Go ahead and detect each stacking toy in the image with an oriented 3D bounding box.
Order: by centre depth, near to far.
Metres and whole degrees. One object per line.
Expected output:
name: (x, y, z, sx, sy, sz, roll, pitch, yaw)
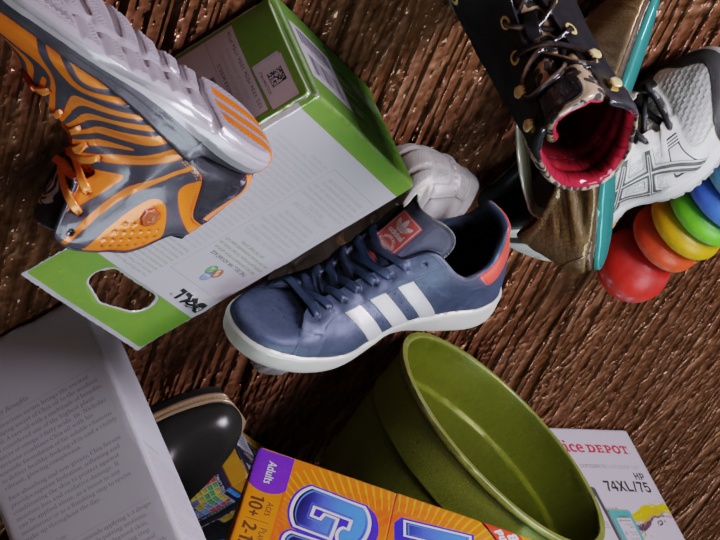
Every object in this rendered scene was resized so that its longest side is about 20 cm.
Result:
stacking toy: (0.236, -0.043, 1.697, 0.085, 0.086, 0.200, 4, 145, -43)

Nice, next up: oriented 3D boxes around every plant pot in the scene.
plant pot: (0.039, 0.184, 1.749, 0.193, 0.201, 0.200, -45, 147, 17)

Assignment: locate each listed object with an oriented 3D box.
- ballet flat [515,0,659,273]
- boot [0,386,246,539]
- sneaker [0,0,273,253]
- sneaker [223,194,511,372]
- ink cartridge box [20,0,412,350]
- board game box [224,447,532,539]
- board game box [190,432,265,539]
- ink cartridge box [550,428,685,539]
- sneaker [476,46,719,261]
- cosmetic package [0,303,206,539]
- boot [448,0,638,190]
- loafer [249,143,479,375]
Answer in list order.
ballet flat: (0.134, -0.095, 1.510, 0.068, 0.072, 0.201, -54, 156, -62)
boot: (-0.144, 0.178, 1.648, 0.200, 0.138, 0.078, -41, 122, -2)
sneaker: (-0.147, -0.074, 1.262, 0.112, 0.078, 0.200, -44, 122, 15)
sneaker: (0.008, -0.001, 1.472, 0.199, 0.075, 0.085, -16, 141, -35)
ink cartridge box: (-0.091, -0.052, 1.409, 0.199, 0.076, 0.148, -30, 152, 11)
board game box: (-0.018, 0.279, 1.599, 0.199, 0.200, 0.201, 19, 123, -2)
board game box: (-0.121, 0.200, 1.825, 0.165, 0.057, 0.200, -32, 151, 9)
ink cartridge box: (0.173, 0.251, 2.000, 0.146, 0.201, 0.146, 5, 138, -44)
sneaker: (0.161, -0.074, 1.577, 0.200, 0.076, 0.087, -41, 148, 25)
cosmetic package: (-0.171, 0.130, 1.511, 0.101, 0.201, 0.071, -29, 151, 5)
boot: (0.089, -0.143, 1.321, 0.073, 0.151, 0.200, -24, 152, -4)
loafer: (0.000, 0.000, 1.575, 0.070, 0.070, 0.200, 16, 131, -40)
